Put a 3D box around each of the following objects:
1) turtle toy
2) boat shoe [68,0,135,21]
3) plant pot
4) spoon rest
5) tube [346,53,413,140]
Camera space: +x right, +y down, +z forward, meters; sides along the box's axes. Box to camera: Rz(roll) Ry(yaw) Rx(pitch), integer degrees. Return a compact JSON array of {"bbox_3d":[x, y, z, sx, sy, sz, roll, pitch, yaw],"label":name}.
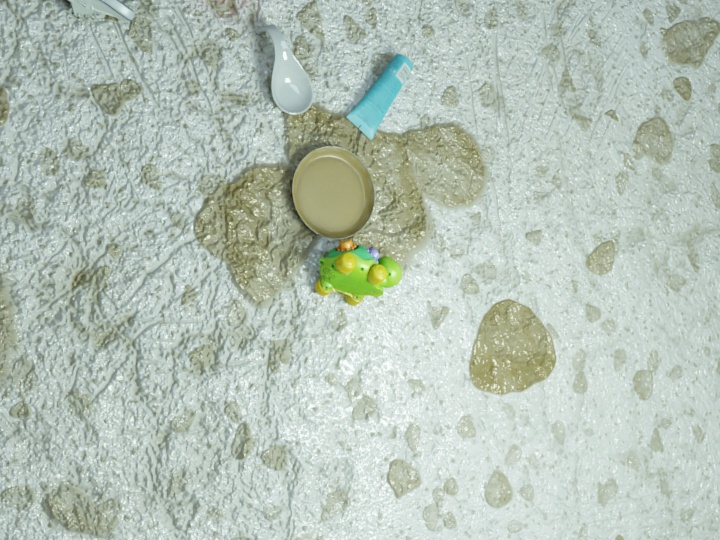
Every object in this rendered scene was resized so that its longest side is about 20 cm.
[{"bbox_3d":[0.000,0.000,1.624,0.197,0.146,0.103,18,55,-22],"label":"turtle toy"},{"bbox_3d":[-0.538,-0.523,1.464,0.197,0.071,0.071,25,102,-25],"label":"boat shoe"},{"bbox_3d":[-0.061,-0.168,1.663,0.196,0.027,0.205,3,83,-25],"label":"plant pot"},{"bbox_3d":[-0.165,-0.432,1.624,0.098,0.060,0.203,-25,94,-25],"label":"spoon rest"},{"bbox_3d":[0.050,-0.401,1.732,0.077,0.050,0.202,36,75,-13],"label":"tube"}]
